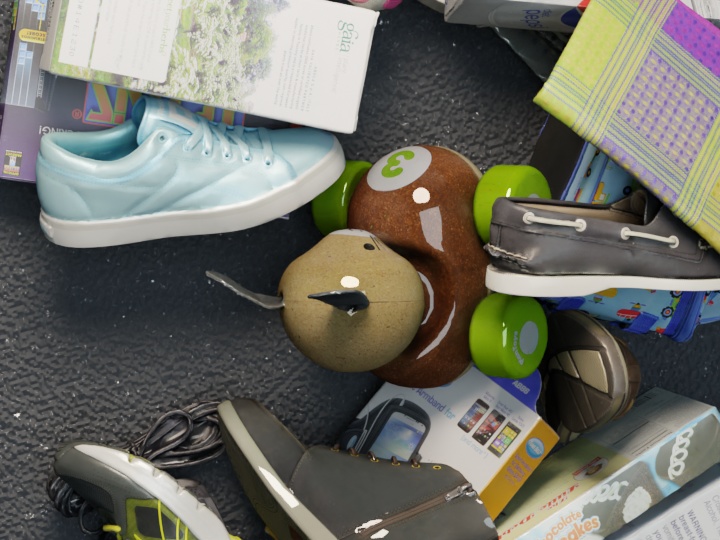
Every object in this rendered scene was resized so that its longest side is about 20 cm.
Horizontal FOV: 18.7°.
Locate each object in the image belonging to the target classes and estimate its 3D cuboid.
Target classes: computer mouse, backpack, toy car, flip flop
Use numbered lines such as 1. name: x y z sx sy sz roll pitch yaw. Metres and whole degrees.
1. computer mouse: -0.116 0.198 1.470 0.138 0.053 0.201 -24 90 -16
2. backpack: 0.214 -0.041 1.472 0.198 0.135 0.184 17 109 -20
3. toy car: 0.000 0.000 1.377 0.199 0.163 0.159 -3 96 -53
4. flip flop: 0.153 0.072 1.443 0.057 0.200 0.082 -10 77 -4

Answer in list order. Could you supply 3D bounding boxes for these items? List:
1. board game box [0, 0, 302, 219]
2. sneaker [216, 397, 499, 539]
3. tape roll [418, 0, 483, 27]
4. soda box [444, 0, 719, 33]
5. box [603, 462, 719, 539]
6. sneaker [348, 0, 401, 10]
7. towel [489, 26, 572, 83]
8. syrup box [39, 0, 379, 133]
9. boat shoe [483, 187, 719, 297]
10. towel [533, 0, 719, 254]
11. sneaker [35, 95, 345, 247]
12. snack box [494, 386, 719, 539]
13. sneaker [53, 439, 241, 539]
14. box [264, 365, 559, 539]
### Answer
1. board game box: -0.134 -0.129 1.439 0.198 0.057 0.167 7 91 -13
2. sneaker: -0.005 0.139 1.412 0.106 0.075 0.200 -33 59 -18
3. tape roll: 0.089 -0.267 1.464 0.201 0.037 0.205 0 90 -11
4. soda box: 0.157 -0.193 1.423 0.198 0.063 0.069 4 81 -11
5. box: 0.261 0.221 1.524 0.199 0.105 0.185 -28 99 -8
6. sneaker: -0.043 -0.244 1.405 0.088 0.081 0.200 -25 71 -46
7. towel: 0.165 -0.226 1.509 0.192 0.035 0.201 39 86 -12
8. syrup box: -0.095 -0.144 1.377 0.198 0.081 0.080 10 94 -13
9. boat shoe: 0.171 -0.021 1.357 0.198 0.074 0.061 -2 103 -14
10. towel: 0.208 -0.090 1.358 0.199 0.023 0.144 38 55 -10
11. sneaker: -0.107 -0.072 1.373 0.198 0.074 0.083 -13 124 -11
12. snack box: 0.149 0.152 1.489 0.199 0.116 0.037 -32 100 -8
13. sneaker: -0.124 0.187 1.404 0.200 0.074 0.085 39 77 -7
14. box: 0.041 0.134 1.466 0.200 0.119 0.042 -49 141 -6
